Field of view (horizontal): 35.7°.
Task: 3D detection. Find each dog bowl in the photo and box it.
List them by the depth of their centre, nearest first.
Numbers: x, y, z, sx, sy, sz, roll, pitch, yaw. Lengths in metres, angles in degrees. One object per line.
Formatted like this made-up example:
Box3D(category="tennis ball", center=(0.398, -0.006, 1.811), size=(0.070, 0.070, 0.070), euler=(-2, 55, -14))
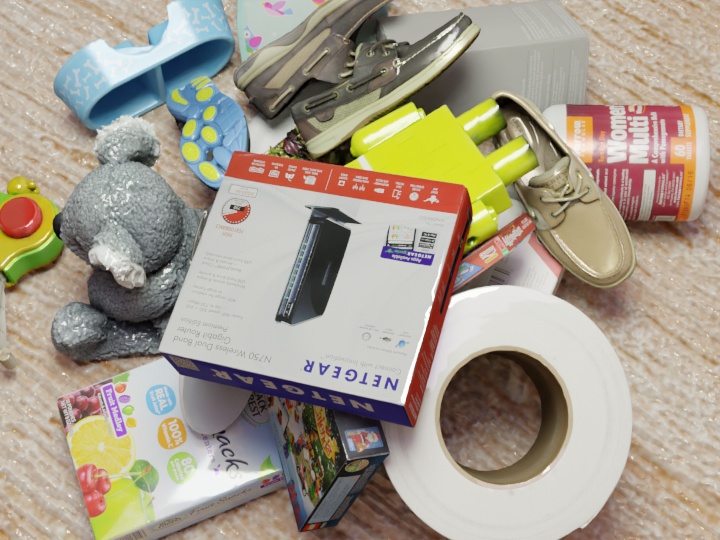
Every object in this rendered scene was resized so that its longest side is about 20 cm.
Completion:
Box3D(category="dog bowl", center=(-0.218, -0.212, 1.158), size=(0.198, 0.112, 0.050), euler=(-30, 79, -13))

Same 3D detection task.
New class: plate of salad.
Box3D(category="plate of salad", center=(-0.030, -0.116, 1.130), size=(0.197, 0.048, 0.203), euler=(-1, 62, 2))

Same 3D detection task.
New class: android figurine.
Box3D(category="android figurine", center=(0.046, -0.070, 0.950), size=(0.198, 0.041, 0.183), euler=(-29, 46, 2))

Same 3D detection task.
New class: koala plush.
Box3D(category="koala plush", center=(-0.202, -0.032, 1.008), size=(0.181, 0.201, 0.180), euler=(0, 62, 2))

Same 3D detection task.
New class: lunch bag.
Box3D(category="lunch bag", center=(-0.048, -0.303, 1.185), size=(0.168, 0.122, 0.203), euler=(-1, 92, 1))

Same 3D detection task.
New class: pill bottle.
Box3D(category="pill bottle", center=(0.227, -0.104, 1.075), size=(0.197, 0.110, 0.111), euler=(2, 62, 7))

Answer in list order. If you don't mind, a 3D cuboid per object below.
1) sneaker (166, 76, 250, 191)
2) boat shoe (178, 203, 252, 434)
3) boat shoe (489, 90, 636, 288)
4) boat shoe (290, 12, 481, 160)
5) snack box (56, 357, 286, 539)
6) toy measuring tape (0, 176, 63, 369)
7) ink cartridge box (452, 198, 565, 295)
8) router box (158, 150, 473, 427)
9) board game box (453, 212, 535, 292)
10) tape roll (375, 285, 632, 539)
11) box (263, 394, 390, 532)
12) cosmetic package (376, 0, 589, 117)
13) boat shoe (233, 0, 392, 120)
Box3D(category="sneaker", center=(-0.137, -0.126, 1.087), size=(0.070, 0.083, 0.200), euler=(-33, 31, -1))
Box3D(category="boat shoe", center=(-0.127, 0.036, 0.967), size=(0.069, 0.066, 0.203), euler=(2, 96, -26))
Box3D(category="boat shoe", center=(0.173, -0.073, 0.991), size=(0.072, 0.065, 0.201), euler=(-33, 76, 11))
Box3D(category="boat shoe", center=(0.017, -0.178, 1.020), size=(0.200, 0.072, 0.066), euler=(-34, 98, 25))
Box3D(category="snack box", center=(-0.155, 0.147, 0.994), size=(0.198, 0.053, 0.143), euler=(-20, 65, -10))
Box3D(category="toy measuring tape", center=(-0.317, -0.006, 1.075), size=(0.072, 0.074, 0.202), euler=(-9, 62, -2))
Box3D(category="ink cartridge box", center=(0.092, -0.017, 1.060), size=(0.198, 0.068, 0.117), euler=(22, 69, 12))
Box3D(category="router box", center=(-0.030, 0.009, 0.853), size=(0.197, 0.049, 0.181), euler=(10, 66, 17))
Box3D(category="board game box", center=(0.057, 0.021, 0.959), size=(0.199, 0.103, 0.020), euler=(-36, 90, 25))
Box3D(category="tape roll", center=(0.110, 0.118, 0.915), size=(0.200, 0.139, 0.206), euler=(0, 84, 1))
Box3D(category="box", center=(-0.042, 0.092, 0.919), size=(0.037, 0.137, 0.202), euler=(-4, 57, -24))
Box3D(category="cosmetic package", center=(0.120, -0.208, 1.123), size=(0.197, 0.091, 0.107), euler=(-9, 36, -5))
Box3D(category="boat shoe", center=(-0.034, -0.221, 1.113), size=(0.199, 0.075, 0.074), euler=(-30, 99, 24))
